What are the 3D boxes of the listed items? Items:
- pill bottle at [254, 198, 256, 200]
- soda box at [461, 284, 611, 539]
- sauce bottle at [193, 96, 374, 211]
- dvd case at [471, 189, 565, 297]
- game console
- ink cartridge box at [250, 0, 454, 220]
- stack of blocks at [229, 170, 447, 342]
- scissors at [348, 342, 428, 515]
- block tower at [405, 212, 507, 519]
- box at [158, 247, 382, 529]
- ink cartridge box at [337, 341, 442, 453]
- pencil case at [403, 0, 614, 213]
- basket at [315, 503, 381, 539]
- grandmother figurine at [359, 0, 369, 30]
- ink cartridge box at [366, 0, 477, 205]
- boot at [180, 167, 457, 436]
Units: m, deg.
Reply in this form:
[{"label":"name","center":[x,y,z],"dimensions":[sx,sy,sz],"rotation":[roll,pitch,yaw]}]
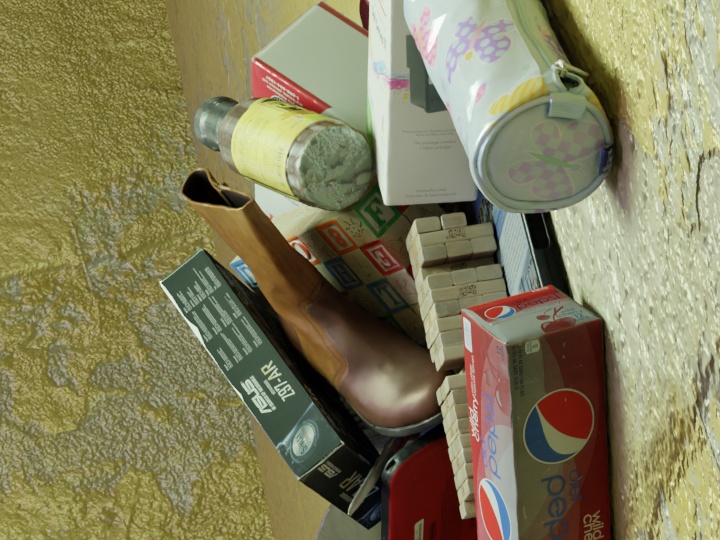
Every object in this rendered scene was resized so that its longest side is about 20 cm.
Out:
[{"label":"pill bottle","center":[-0.017,0.020,2.025],"dimensions":[0.200,0.112,0.112],"rotation":[63,175,-12]},{"label":"soda box","center":[0.111,0.115,1.482],"dimensions":[0.063,0.070,0.200],"rotation":[-141,42,-57]},{"label":"sauce bottle","center":[-0.062,-0.091,1.710],"dimensions":[0.200,0.065,0.065],"rotation":[25,126,57]},{"label":"dvd case","center":[0.103,-0.024,1.596],"dimensions":[0.143,0.018,0.200],"rotation":[99,161,-63]},{"label":"game console","center":[0.054,0.134,1.790],"dimensions":[0.119,0.172,0.200],"rotation":[43,151,31]},{"label":"ink cartridge box","center":[-0.004,-0.084,1.814],"dimensions":[0.144,0.084,0.200],"rotation":[35,150,21]},{"label":"stack of blocks","center":[0.000,0.000,1.766],"dimensions":[0.115,0.059,0.200],"rotation":[49,151,-12]},{"label":"scissors","center":[0.026,0.129,1.730],"dimensions":[0.200,0.014,0.073],"rotation":[-63,-15,-44]},{"label":"block tower","center":[0.078,0.062,1.609],"dimensions":[0.058,0.054,0.200],"rotation":[109,150,-75]},{"label":"box","center":[-0.055,0.090,1.784],"dimensions":[0.200,0.044,0.160],"rotation":[53,-176,26]},{"label":"ink cartridge box","center":[0.019,0.045,1.919],"dimensions":[0.109,0.050,0.200],"rotation":[20,-120,-49]},{"label":"pencil case","center":[0.084,-0.118,1.399],"dimensions":[0.200,0.083,0.091],"rotation":[-110,18,-53]},{"label":"basket","center":[0.051,0.283,1.916],"dimensions":[0.200,0.136,0.180],"rotation":[-120,28,-59]},{"label":"grandmother figurine","center":[0.017,-0.216,1.841],"dimensions":[0.200,0.061,0.121],"rotation":[94,173,-48]},{"label":"ink cartridge box","center":[0.042,-0.158,1.605],"dimensions":[0.117,0.067,0.200],"rotation":[-103,12,-60]},{"label":"boot","center":[-0.025,0.015,1.669],"dimensions":[0.200,0.068,0.188],"rotation":[56,169,-32]}]
